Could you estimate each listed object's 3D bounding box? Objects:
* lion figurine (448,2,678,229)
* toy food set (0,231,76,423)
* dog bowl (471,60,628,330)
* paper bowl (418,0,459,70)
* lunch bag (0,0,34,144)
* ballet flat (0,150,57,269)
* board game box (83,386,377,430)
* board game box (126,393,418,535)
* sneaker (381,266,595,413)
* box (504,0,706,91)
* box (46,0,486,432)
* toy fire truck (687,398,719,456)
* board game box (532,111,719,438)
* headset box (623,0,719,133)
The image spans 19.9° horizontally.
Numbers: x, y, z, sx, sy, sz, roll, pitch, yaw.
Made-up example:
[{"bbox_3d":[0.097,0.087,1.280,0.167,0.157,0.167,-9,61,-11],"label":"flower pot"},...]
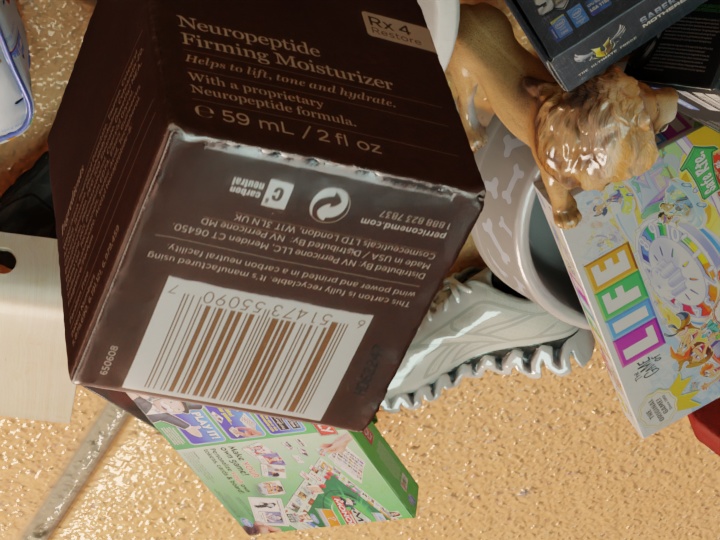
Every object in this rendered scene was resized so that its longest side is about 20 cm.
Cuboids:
[{"bbox_3d":[0.096,-0.104,1.184,0.072,0.199,0.123,-44,150,-16],"label":"lion figurine"},{"bbox_3d":[-0.244,0.031,1.285,0.142,0.061,0.200,8,149,-9],"label":"toy food set"},{"bbox_3d":[0.170,-0.050,1.311,0.198,0.059,0.202,-10,123,-15],"label":"dog bowl"},{"bbox_3d":[-0.049,-0.161,1.158,0.198,0.105,0.202,-6,133,-7],"label":"paper bowl"},{"bbox_3d":[-0.290,-0.119,1.163,0.198,0.076,0.161,-15,135,-1],"label":"lunch bag"},{"bbox_3d":[-0.154,-0.072,1.263,0.199,0.057,0.067,-36,101,13],"label":"ballet flat"},{"bbox_3d":[-0.092,0.086,1.426,0.105,0.024,0.199,-41,127,19],"label":"board game box"},{"bbox_3d":[-0.059,0.113,1.391,0.133,0.029,0.200,-9,140,22],"label":"board game box"},{"bbox_3d":[0.060,0.039,1.395,0.198,0.075,0.082,-14,122,-7],"label":"sneaker"},{"bbox_3d":[0.151,-0.217,1.105,0.199,0.159,0.051,-32,156,8],"label":"box"},{"bbox_3d":[-0.057,-0.053,1.047,0.164,0.201,0.165,10,128,-21],"label":"box"},{"bbox_3d":[0.327,0.081,1.420,0.198,0.169,0.113,-18,133,3],"label":"toy fire truck"},{"bbox_3d":[0.202,-0.003,1.294,0.134,0.034,0.201,-28,125,-3],"label":"board game box"},{"bbox_3d":[0.271,-0.166,1.183,0.173,0.093,0.202,22,88,-29],"label":"headset box"}]
